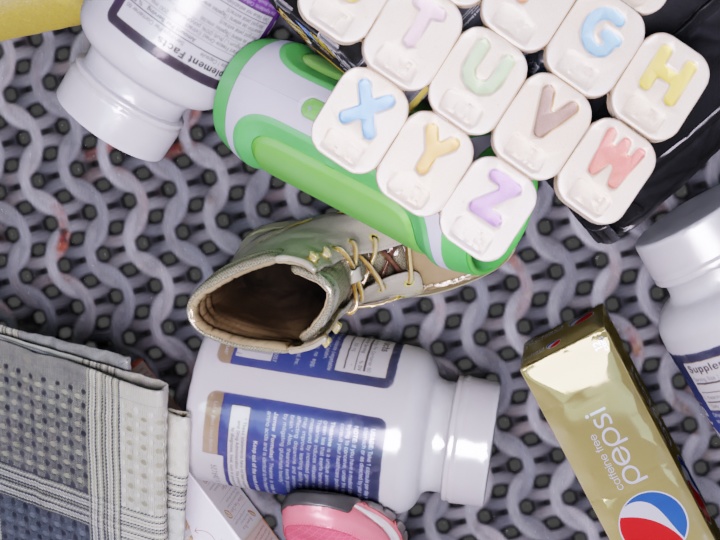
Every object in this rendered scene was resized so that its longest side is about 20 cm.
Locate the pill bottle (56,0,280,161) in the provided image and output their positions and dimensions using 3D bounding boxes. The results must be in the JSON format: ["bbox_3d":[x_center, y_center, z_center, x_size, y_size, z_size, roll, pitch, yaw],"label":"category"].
[{"bbox_3d":[-0.109,-0.175,0.839,0.111,0.111,0.201,36,104,1],"label":"pill bottle"}]

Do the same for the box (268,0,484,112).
[{"bbox_3d":[0.047,-0.195,0.737,0.200,0.160,0.049,-46,127,2],"label":"box"}]

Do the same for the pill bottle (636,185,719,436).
[{"bbox_3d":[0.256,0.050,0.818,0.110,0.111,0.201,-30,95,13],"label":"pill bottle"}]

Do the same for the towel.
[{"bbox_3d":[-0.200,0.133,0.880,0.190,0.035,0.203,15,118,22],"label":"towel"}]

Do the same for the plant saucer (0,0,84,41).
[{"bbox_3d":[-0.288,-0.252,0.885,0.197,0.048,0.203,-10,99,11],"label":"plant saucer"}]

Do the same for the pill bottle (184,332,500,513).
[{"bbox_3d":[-0.010,0.100,0.877,0.197,0.111,0.113,9,102,7],"label":"pill bottle"}]

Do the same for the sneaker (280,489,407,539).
[{"bbox_3d":[-0.004,0.221,0.866,0.073,0.087,0.201,-1,137,22],"label":"sneaker"}]

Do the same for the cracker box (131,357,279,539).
[{"bbox_3d":[-0.154,0.185,0.944,0.133,0.058,0.201,-36,94,15],"label":"cracker box"}]

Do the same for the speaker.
[{"bbox_3d":[0.006,-0.072,0.793,0.199,0.088,0.089,29,106,29],"label":"speaker"}]

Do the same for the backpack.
[{"bbox_3d":[0.160,-0.149,0.762,0.199,0.183,0.148,-40,57,7],"label":"backpack"}]

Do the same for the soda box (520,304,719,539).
[{"bbox_3d":[0.179,0.129,0.875,0.063,0.068,0.202,-28,96,14],"label":"soda box"}]

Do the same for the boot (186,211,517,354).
[{"bbox_3d":[0.000,0.000,0.833,0.197,0.155,0.073,-8,100,11],"label":"boot"}]

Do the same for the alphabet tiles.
[{"bbox_3d":[0.072,-0.115,0.658,0.199,0.015,0.197,34,93,-4],"label":"alphabet tiles"}]
